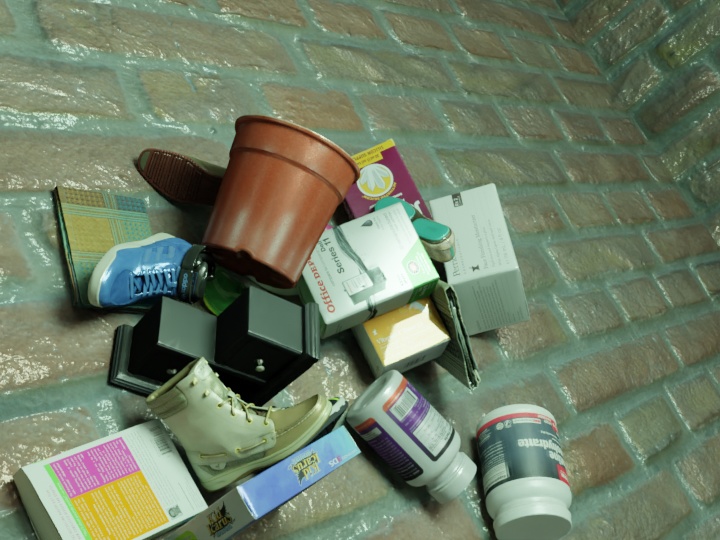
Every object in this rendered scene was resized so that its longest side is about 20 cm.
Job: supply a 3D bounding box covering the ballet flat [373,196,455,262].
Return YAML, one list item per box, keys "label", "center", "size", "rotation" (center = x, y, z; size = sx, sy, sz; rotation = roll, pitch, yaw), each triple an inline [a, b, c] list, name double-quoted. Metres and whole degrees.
- label: "ballet flat"
  center: [0.091, -0.063, 1.520]
  size: [0.200, 0.068, 0.067]
  rotation: [38, -19, 50]

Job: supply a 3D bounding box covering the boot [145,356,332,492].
- label: "boot"
  center: [-0.151, 0.170, 1.117]
  size: [0.155, 0.200, 0.072]
  rotation: [57, 12, -11]

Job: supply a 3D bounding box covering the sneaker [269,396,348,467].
- label: "sneaker"
  center: [-0.088, 0.213, 1.286]
  size: [0.083, 0.072, 0.200]
  rotation: [38, 26, 13]

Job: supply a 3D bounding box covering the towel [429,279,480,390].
- label: "towel"
  center: [0.140, 0.089, 1.509]
  size: [0.200, 0.034, 0.193]
  rotation: [-143, -145, -68]

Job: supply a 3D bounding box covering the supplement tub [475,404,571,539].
- label: "supplement tub"
  center: [0.271, 0.338, 1.495]
  size: [0.140, 0.140, 0.200]
  rotation: [25, 43, -30]

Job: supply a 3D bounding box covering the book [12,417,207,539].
- label: "book"
  center: [-0.288, 0.261, 1.058]
  size: [0.200, 0.048, 0.134]
  rotation: [-13, 67, -53]

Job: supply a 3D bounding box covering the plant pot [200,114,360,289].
- label: "plant pot"
  center: [-0.128, -0.090, 1.307]
  size: [0.201, 0.201, 0.196]
  rotation: [29, 75, -26]

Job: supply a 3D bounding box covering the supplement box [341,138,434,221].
- label: "supplement box"
  center: [0.041, -0.116, 1.644]
  size: [0.103, 0.131, 0.200]
  rotation: [79, -14, -69]

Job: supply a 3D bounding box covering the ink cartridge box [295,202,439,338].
- label: "ink cartridge box"
  center: [0.000, 0.000, 1.416]
  size: [0.200, 0.083, 0.147]
  rotation: [-23, 74, -15]

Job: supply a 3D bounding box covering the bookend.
- label: "bookend"
  center: [-0.189, 0.096, 1.177]
  size: [0.198, 0.200, 0.092]
  rotation: [25, 42, -31]

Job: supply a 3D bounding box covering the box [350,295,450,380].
- label: "box"
  center: [0.045, 0.064, 1.495]
  size: [0.124, 0.098, 0.200]
  rotation: [-22, 71, -14]

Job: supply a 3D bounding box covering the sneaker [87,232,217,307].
- label: "sneaker"
  center: [-0.266, 0.008, 1.201]
  size: [0.111, 0.077, 0.200]
  rotation: [18, 20, 15]

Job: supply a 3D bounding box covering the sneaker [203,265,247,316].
- label: "sneaker"
  center: [-0.155, 0.058, 1.343]
  size: [0.200, 0.084, 0.074]
  rotation: [44, 36, -6]

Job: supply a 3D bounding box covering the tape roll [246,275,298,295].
- label: "tape roll"
  center: [-0.140, -0.052, 1.498]
  size: [0.203, 0.037, 0.203]
  rotation: [28, 41, -28]

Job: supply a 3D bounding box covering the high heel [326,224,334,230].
- label: "high heel"
  center: [-0.082, -0.080, 1.501]
  size: [0.200, 0.067, 0.096]
  rotation: [19, 46, -27]

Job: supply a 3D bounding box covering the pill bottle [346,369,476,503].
- label: "pill bottle"
  center: [0.083, 0.260, 1.391]
  size: [0.200, 0.111, 0.111]
  rotation: [47, 36, -5]

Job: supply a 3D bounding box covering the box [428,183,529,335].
- label: "box"
  center: [0.225, -0.018, 1.698]
  size: [0.200, 0.130, 0.199]
  rotation: [63, 14, -55]

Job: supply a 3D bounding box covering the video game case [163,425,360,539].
- label: "video game case"
  center: [-0.121, 0.277, 1.100]
  size: [0.200, 0.181, 0.045]
  rotation: [-20, 74, -52]

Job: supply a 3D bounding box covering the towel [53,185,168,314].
- label: "towel"
  center: [-0.350, -0.027, 1.269]
  size: [0.146, 0.022, 0.200]
  rotation: [9, 51, -44]

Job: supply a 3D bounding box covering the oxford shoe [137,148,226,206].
- label: "oxford shoe"
  center: [-0.253, -0.142, 1.426]
  size: [0.200, 0.071, 0.075]
  rotation: [24, 18, -6]
